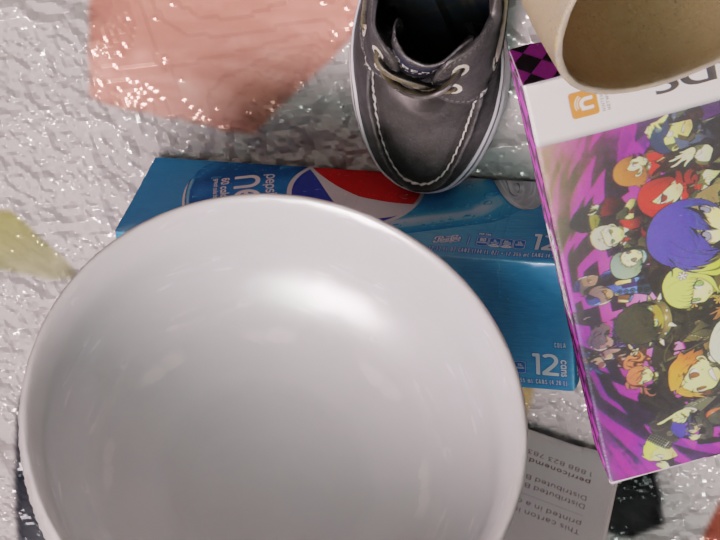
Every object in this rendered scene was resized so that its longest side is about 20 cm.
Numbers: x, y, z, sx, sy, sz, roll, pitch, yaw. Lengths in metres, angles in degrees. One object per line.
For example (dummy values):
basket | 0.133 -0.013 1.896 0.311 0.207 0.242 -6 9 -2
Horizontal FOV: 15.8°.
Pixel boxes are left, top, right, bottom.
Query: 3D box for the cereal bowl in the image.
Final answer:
cereal bowl | -0.036 0.074 1.041 0.199 0.201 0.083 17 153 3

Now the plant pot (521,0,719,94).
plant pot | 0.117 -0.176 0.900 0.200 0.200 0.135 -47 68 37

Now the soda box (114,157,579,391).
soda box | 0.000 0.000 1.124 0.199 0.064 0.068 4 125 12

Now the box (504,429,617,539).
box | -0.006 0.155 1.157 0.198 0.200 0.131 21 127 0

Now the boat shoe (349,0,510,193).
boat shoe | 0.030 -0.104 1.036 0.070 0.066 0.200 16 129 4

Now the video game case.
video game case | 0.166 -0.021 1.043 0.181 0.036 0.201 -15 123 0
